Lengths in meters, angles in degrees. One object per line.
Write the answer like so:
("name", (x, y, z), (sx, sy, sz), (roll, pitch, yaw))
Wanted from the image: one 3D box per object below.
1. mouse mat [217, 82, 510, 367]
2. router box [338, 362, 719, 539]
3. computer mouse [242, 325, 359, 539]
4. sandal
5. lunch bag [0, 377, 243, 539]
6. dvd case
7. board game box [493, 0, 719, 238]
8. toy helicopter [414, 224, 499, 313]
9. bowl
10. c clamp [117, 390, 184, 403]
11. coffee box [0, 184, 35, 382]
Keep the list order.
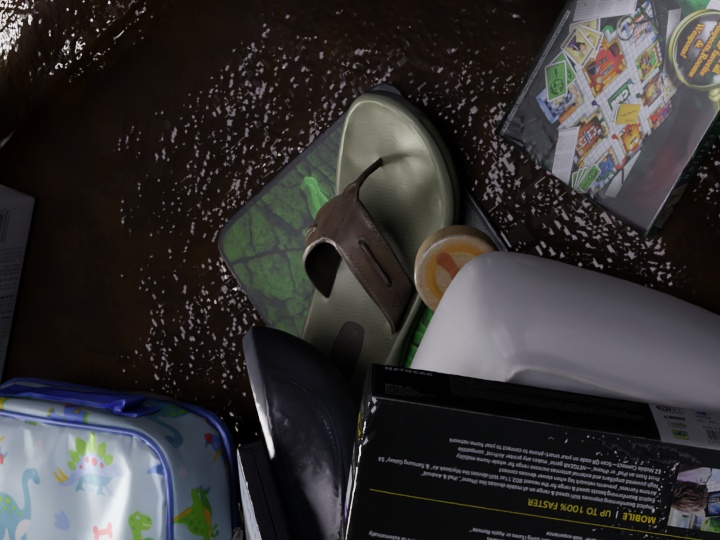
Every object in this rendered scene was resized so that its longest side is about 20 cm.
("mouse mat", (0.015, 0.014, 1.017), (0.161, 0.008, 0.200), (-41, 75, 28))
("router box", (0.090, 0.132, 0.819), (0.200, 0.051, 0.149), (9, 106, -2))
("computer mouse", (-0.015, 0.122, 0.971), (0.053, 0.139, 0.200), (-15, 95, -1))
("sandal", (0.001, 0.001, 0.986), (0.080, 0.057, 0.201), (21, 107, 30))
("lunch bag", (-0.164, 0.147, 1.064), (0.200, 0.082, 0.161), (4, 102, 32))
("dvd case", (-0.039, 0.190, 0.960), (0.018, 0.200, 0.143), (-14, 66, -8))
("board game box", (0.157, -0.128, 0.907), (0.105, 0.023, 0.200), (39, 114, 24))
("toy helicopter", (0.071, 0.070, 0.937), (0.132, 0.079, 0.200), (-7, 112, 6))
("bowl", (0.112, 0.109, 0.878), (0.200, 0.075, 0.200), (19, 104, -5))
("c clamp", (-0.162, 0.165, 1.127), (0.171, 0.027, 0.200), (18, 105, 29))
("coffee box", (-0.295, 0.034, 1.162), (0.113, 0.080, 0.200), (20, 105, 27))
